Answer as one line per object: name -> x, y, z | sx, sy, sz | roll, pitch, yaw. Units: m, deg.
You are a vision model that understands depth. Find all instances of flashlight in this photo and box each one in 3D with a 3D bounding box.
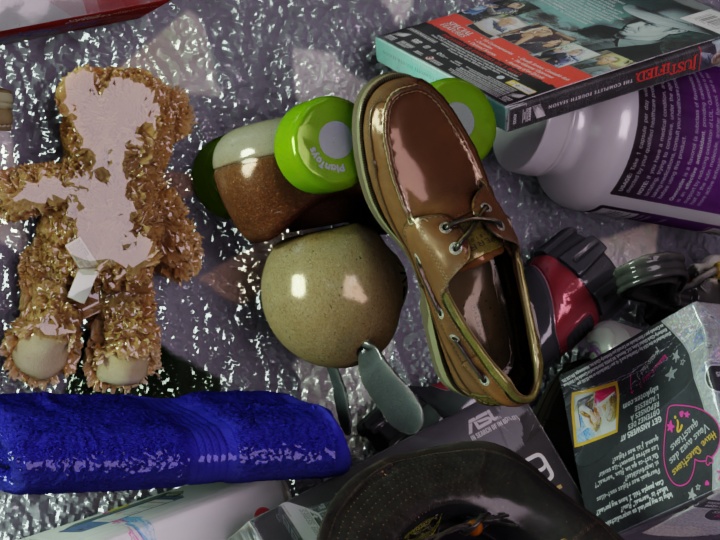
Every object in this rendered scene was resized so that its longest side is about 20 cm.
flashlight -> 0.085, 0.055, 1.342 | 0.200, 0.068, 0.068 | -38, 99, -17

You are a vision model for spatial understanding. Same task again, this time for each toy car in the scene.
toy car -> 0.000, 0.000, 1.244 | 0.158, 0.164, 0.200 | -10, 90, -25

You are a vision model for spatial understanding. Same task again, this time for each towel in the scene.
towel -> -0.120, 0.095, 1.190 | 0.200, 0.148, 0.050 | -1, 91, -23

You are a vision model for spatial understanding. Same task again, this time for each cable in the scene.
cable -> 0.206, 0.005, 1.358 | 0.200, 0.097, 0.050 | 14, 66, -53

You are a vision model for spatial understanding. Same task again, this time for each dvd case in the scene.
dvd case -> 0.131, -0.144, 1.309 | 0.200, 0.146, 0.022 | -20, 123, -27

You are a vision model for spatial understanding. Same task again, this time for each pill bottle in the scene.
pill bottle -> 0.193, -0.088, 1.371 | 0.200, 0.112, 0.113 | 9, 83, -25

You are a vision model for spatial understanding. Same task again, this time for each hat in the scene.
hat -> 0.061, 0.196, 1.133 | 0.200, 0.081, 0.201 | 10, 51, -12

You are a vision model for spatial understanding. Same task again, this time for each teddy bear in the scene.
teddy bear -> -0.160, -0.023, 1.236 | 0.145, 0.067, 0.200 | -10, 97, -16

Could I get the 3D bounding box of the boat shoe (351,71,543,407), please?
boat shoe -> 0.059, -0.018, 1.153 | 0.072, 0.068, 0.200 | -29, 109, -19

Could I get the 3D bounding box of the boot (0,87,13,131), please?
boot -> -0.278, -0.017, 1.166 | 0.200, 0.072, 0.155 | -16, 93, -17

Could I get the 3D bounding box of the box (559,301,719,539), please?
box -> 0.244, 0.099, 1.243 | 0.200, 0.132, 0.115 | 5, 65, -35

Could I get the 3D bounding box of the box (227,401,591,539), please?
box -> 0.046, 0.178, 1.209 | 0.200, 0.050, 0.158 | -24, 79, -28

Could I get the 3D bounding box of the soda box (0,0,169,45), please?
soda box -> -0.215, -0.166, 1.208 | 0.200, 0.070, 0.063 | -15, 92, -25

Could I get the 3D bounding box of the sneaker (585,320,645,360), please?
sneaker -> 0.224, 0.059, 1.368 | 0.200, 0.075, 0.100 | 24, 110, -44

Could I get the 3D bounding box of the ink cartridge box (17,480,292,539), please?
ink cartridge box -> -0.128, 0.214, 1.215 | 0.200, 0.087, 0.146 | -17, 94, -25

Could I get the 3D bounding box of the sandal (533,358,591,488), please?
sandal -> 0.112, 0.140, 1.354 | 0.080, 0.057, 0.201 | 50, 54, -9
